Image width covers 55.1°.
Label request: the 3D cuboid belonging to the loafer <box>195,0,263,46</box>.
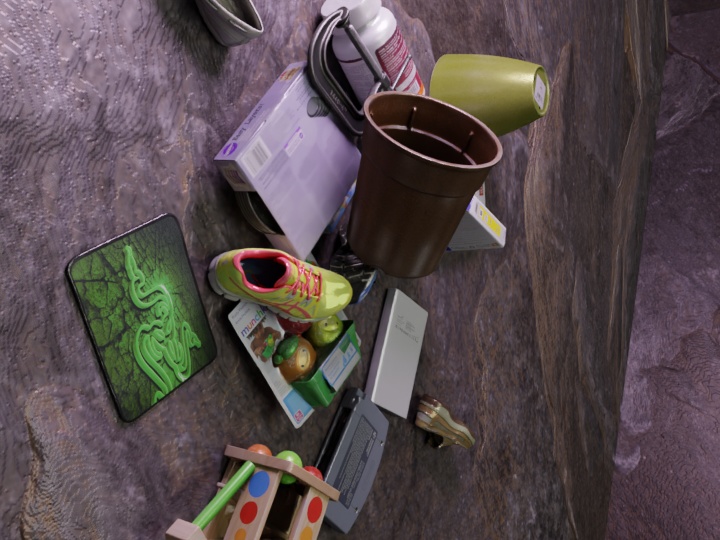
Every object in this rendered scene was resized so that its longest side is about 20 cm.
[{"bbox_3d":[-0.184,-0.359,0.819,0.201,0.068,0.071,51,52,-44],"label":"loafer"}]

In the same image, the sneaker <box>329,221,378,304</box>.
[{"bbox_3d":[0.000,0.000,1.061,0.201,0.076,0.091,-78,162,-61],"label":"sneaker"}]

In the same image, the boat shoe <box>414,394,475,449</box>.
[{"bbox_3d":[0.162,0.321,1.376,0.200,0.071,0.077,44,71,-39],"label":"boat shoe"}]

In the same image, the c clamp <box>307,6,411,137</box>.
[{"bbox_3d":[-0.005,-0.287,0.969,0.199,0.027,0.175,37,69,-52],"label":"c clamp"}]

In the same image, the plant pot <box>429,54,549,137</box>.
[{"bbox_3d":[0.265,-0.341,1.363,0.185,0.196,0.193,-5,96,-55],"label":"plant pot"}]

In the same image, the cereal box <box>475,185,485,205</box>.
[{"bbox_3d":[0.204,-0.130,1.423,0.198,0.039,0.148,-16,105,-54],"label":"cereal box"}]

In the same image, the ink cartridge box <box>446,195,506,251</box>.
[{"bbox_3d":[0.122,-0.086,1.170,0.199,0.193,0.048,36,61,-51],"label":"ink cartridge box"}]

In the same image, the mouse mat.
[{"bbox_3d":[-0.246,0.052,0.807,0.160,0.007,0.205,-38,123,-48],"label":"mouse mat"}]

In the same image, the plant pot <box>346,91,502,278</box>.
[{"bbox_3d":[0.074,-0.112,0.971,0.199,0.198,0.202,-33,149,-49],"label":"plant pot"}]

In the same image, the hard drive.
[{"bbox_3d":[0.067,0.152,1.251,0.131,0.026,0.205,36,63,-50],"label":"hard drive"}]

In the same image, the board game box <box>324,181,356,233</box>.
[{"bbox_3d":[-0.071,-0.171,1.014,0.136,0.034,0.201,-61,138,-24],"label":"board game box"}]

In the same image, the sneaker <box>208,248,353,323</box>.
[{"bbox_3d":[-0.092,0.017,0.888,0.195,0.090,0.081,10,71,-25],"label":"sneaker"}]

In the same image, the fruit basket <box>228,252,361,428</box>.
[{"bbox_3d":[-0.080,0.085,0.978,0.186,0.092,0.204,-49,127,-41],"label":"fruit basket"}]

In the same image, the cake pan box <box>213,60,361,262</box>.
[{"bbox_3d":[-0.087,-0.142,0.930,0.203,0.051,0.185,-59,135,-26],"label":"cake pan box"}]

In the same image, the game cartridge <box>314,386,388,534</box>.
[{"bbox_3d":[-0.018,0.313,1.130,0.203,0.041,0.134,-65,143,-30],"label":"game cartridge"}]

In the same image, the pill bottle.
[{"bbox_3d":[0.020,-0.338,1.084,0.202,0.107,0.111,58,48,-39],"label":"pill bottle"}]

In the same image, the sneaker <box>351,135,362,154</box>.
[{"bbox_3d":[0.029,-0.204,1.121,0.200,0.086,0.077,43,58,-47],"label":"sneaker"}]

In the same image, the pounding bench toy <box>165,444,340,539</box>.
[{"bbox_3d":[-0.139,0.299,0.874,0.200,0.122,0.159,48,54,-45],"label":"pounding bench toy"}]
